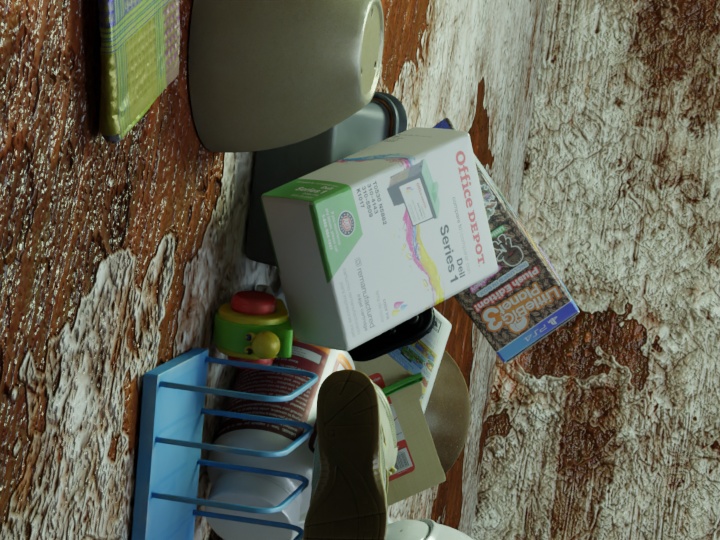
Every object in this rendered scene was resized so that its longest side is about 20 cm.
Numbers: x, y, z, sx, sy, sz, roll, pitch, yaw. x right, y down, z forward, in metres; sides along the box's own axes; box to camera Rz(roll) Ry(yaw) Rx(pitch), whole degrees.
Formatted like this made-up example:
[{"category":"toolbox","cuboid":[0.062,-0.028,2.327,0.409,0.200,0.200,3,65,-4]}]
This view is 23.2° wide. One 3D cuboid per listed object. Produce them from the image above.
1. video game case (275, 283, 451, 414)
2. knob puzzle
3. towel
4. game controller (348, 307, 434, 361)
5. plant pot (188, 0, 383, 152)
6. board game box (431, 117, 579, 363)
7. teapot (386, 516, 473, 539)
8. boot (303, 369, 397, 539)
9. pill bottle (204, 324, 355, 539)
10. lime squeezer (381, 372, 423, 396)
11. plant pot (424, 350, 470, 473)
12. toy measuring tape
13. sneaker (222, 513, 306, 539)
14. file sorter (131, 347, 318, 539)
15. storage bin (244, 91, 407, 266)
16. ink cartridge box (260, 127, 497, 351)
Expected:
[{"category":"video game case","cuboid":[0.006,0.047,1.864,0.023,0.200,0.182,-40,-166,30]},{"category":"knob puzzle","cuboid":[-0.029,0.153,1.775,0.030,0.218,0.221,180,-83,-75]},{"category":"towel","cuboid":[-0.163,-0.203,1.253,0.144,0.023,0.201,-61,154,-60]},{"category":"game controller","cuboid":[0.000,0.000,1.780,0.042,0.104,0.201,83,-14,-57]},{"category":"plant pot","cuboid":[-0.054,-0.196,1.507,0.200,0.134,0.202,6,90,-79]},{"category":"board game box","cuboid":[0.121,-0.033,1.832,0.200,0.097,0.160,52,7,-26]},{"category":"teapot","cuboid":[0.049,0.334,1.872,0.197,0.199,0.147,-40,104,-43]},{"category":"boot","cuboid":[-0.005,0.192,1.547,0.155,0.072,0.201,48,44,-81]},{"category":"pill bottle","cuboid":[-0.079,0.157,1.642,0.113,0.112,0.201,85,17,-44]},{"category":"lime squeezer","cuboid":[-0.010,0.161,1.729,0.200,0.070,0.038,-57,146,-35]},{"category":"plant pot","cuboid":[-0.003,0.149,1.905,0.200,0.186,0.188,18,79,-63]},{"category":"toy measuring tape","cuboid":[-0.106,0.045,1.625,0.200,0.073,0.074,-125,-142,-73]},{"category":"sneaker","cuboid":[-0.101,0.264,1.705,0.200,0.075,0.089,-53,168,-36]},{"category":"file sorter","cuboid":[-0.112,0.180,1.474,0.139,0.122,0.201,-28,124,-76]},{"category":"storage bin","cuboid":[-0.034,-0.080,1.697,0.134,0.145,0.201,0,97,-68]},{"category":"ink cartridge box","cuboid":[0.021,-0.033,1.620,0.199,0.084,0.146,-26,111,-35]}]
